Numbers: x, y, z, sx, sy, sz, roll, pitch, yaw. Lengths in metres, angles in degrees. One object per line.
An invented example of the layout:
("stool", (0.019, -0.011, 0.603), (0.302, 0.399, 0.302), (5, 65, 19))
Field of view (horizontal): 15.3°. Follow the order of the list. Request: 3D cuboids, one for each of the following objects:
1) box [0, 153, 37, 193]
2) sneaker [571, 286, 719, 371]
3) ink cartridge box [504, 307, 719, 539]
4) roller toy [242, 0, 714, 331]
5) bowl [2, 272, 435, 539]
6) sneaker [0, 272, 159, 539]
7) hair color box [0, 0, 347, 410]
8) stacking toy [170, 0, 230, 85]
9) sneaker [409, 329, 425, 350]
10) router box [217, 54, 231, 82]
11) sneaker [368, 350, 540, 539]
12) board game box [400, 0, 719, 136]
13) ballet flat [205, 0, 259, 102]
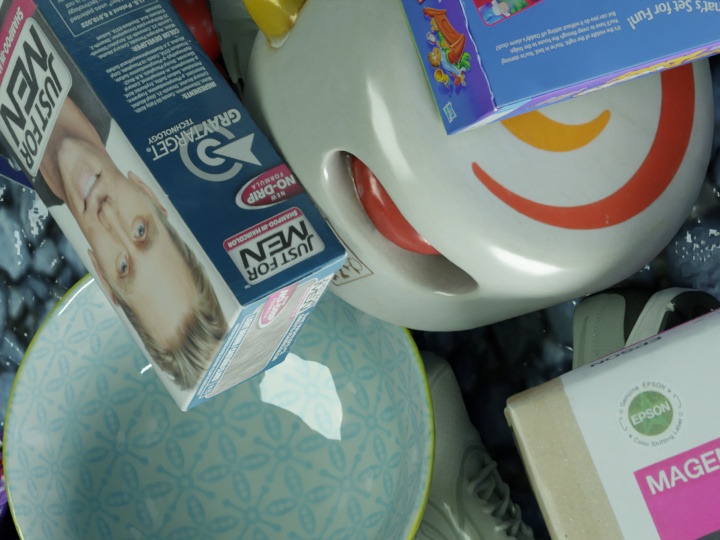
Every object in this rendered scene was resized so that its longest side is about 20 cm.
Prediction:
("box", (-0.146, -0.137, 1.263), (0.121, 0.032, 0.201), (25, 116, 36))
("sneaker", (0.128, 0.103, 1.234), (0.079, 0.074, 0.201), (13, 104, 48))
("ink cartridge box", (0.179, 0.093, 1.114), (0.199, 0.075, 0.165), (-23, 86, 3))
("roller toy", (0.046, -0.070, 1.166), (0.140, 0.199, 0.183), (-20, 71, 58))
("bowl", (-0.057, 0.086, 1.246), (0.199, 0.108, 0.201), (-2, 79, 8))
("sneaker", (-0.147, 0.084, 1.341), (0.081, 0.083, 0.200), (47, 138, 29))
("hair color box", (-0.096, -0.050, 1.164), (0.200, 0.060, 0.100), (54, 148, 15))
("stacking toy", (-0.090, -0.055, 1.319), (0.085, 0.085, 0.201), (27, 136, 32))
("sneaker", (0.000, 0.000, 1.306), (0.083, 0.071, 0.200), (31, 122, 23))
("router box", (-0.111, -0.159, 1.371), (0.200, 0.051, 0.150), (-24, 85, 39))
("sneaker", (0.058, 0.133, 1.297), (0.081, 0.075, 0.201), (-5, 105, 32))
("board game box", (0.105, -0.148, 1.099), (0.045, 0.199, 0.135), (-24, 84, 63))
("ballet flat", (-0.035, -0.100, 1.251), (0.068, 0.067, 0.200), (3, 146, 17))
